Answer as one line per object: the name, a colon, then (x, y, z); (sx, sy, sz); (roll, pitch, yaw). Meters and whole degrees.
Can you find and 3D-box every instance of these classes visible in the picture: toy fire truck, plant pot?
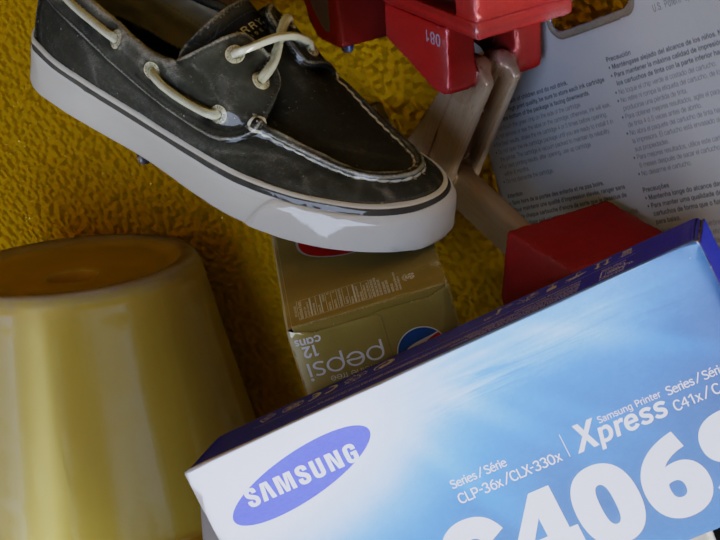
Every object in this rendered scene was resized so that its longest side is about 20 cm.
toy fire truck: (0.041, -0.072, 0.701); (0.200, 0.049, 0.141); (33, 135, 53)
plant pot: (-0.135, 0.086, 0.898); (0.201, 0.201, 0.189); (3, 105, 29)

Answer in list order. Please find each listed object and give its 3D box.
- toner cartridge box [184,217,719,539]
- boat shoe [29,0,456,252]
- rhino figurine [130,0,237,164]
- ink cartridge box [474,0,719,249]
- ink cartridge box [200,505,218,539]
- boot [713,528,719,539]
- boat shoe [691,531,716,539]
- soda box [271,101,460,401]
toner cartridge box: (0.048, 0.067, 0.619); (0.200, 0.043, 0.095); (-26, 95, 16)
boat shoe: (-0.050, -0.070, 0.690); (0.200, 0.071, 0.064); (26, 128, 20)
rhino figurine: (-0.078, -0.120, 0.773); (0.060, 0.087, 0.200); (-6, 131, -17)
ink cartridge box: (0.121, -0.033, 0.673); (0.196, 0.043, 0.200); (-10, 95, 63)
ink cartridge box: (0.028, 0.176, 0.760); (0.145, 0.147, 0.200); (-10, 159, 7)
boot: (0.187, 0.100, 0.717); (0.162, 0.073, 0.198); (0, 120, 40)
boat shoe: (0.137, 0.158, 0.698); (0.070, 0.071, 0.200); (16, 128, 36)
soda box: (0.000, 0.000, 0.741); (0.064, 0.200, 0.068); (-16, 116, 1)
